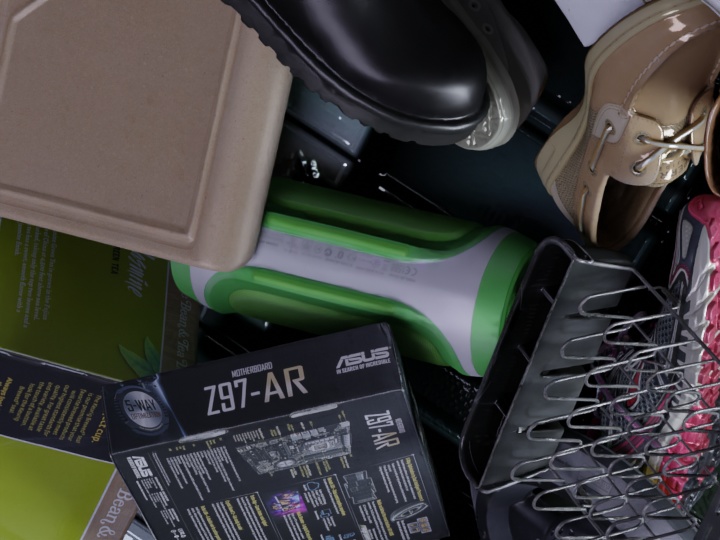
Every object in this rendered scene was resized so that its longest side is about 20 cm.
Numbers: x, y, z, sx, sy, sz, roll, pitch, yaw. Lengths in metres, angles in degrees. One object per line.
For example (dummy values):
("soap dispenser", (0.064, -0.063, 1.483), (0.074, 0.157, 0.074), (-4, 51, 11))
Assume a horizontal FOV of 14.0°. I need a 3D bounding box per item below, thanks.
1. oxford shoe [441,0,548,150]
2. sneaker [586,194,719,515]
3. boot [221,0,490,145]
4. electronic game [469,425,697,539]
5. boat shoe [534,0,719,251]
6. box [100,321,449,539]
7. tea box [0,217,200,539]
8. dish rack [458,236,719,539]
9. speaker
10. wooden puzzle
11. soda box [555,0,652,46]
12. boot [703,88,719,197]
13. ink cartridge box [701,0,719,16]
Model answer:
("oxford shoe", (0.031, -0.154, 1.507), (0.075, 0.058, 0.200), (-37, 82, 46))
("sneaker", (0.160, 0.045, 1.538), (0.075, 0.081, 0.200), (25, 129, 19))
("boot", (0.005, -0.167, 1.395), (0.211, 0.079, 0.158), (39, 135, -5))
("electronic game", (0.137, 0.166, 1.618), (0.200, 0.042, 0.200), (37, 151, 25))
("boat shoe", (0.146, -0.075, 1.445), (0.200, 0.071, 0.065), (115, 135, -62))
("box", (-0.043, 0.107, 1.610), (0.160, 0.044, 0.200), (-14, 151, 3))
("tea box", (-0.215, 0.070, 1.690), (0.197, 0.134, 0.200), (17, 131, -14))
("dish rack", (0.138, 0.094, 1.466), (0.200, 0.055, 0.153), (51, 133, 41))
("speaker", (0.000, 0.000, 1.598), (0.200, 0.088, 0.088), (14, 125, 23))
("wooden puzzle", (-0.131, -0.108, 1.599), (0.200, 0.037, 0.185), (14, 94, 20))
("soda box", (0.093, -0.214, 1.424), (0.068, 0.064, 0.200), (-25, 104, 38))
("boot", (0.204, -0.068, 1.390), (0.077, 0.155, 0.200), (25, 129, 9))
("ink cartridge box", (0.262, -0.168, 1.266), (0.146, 0.200, 0.147), (40, 130, 2))
